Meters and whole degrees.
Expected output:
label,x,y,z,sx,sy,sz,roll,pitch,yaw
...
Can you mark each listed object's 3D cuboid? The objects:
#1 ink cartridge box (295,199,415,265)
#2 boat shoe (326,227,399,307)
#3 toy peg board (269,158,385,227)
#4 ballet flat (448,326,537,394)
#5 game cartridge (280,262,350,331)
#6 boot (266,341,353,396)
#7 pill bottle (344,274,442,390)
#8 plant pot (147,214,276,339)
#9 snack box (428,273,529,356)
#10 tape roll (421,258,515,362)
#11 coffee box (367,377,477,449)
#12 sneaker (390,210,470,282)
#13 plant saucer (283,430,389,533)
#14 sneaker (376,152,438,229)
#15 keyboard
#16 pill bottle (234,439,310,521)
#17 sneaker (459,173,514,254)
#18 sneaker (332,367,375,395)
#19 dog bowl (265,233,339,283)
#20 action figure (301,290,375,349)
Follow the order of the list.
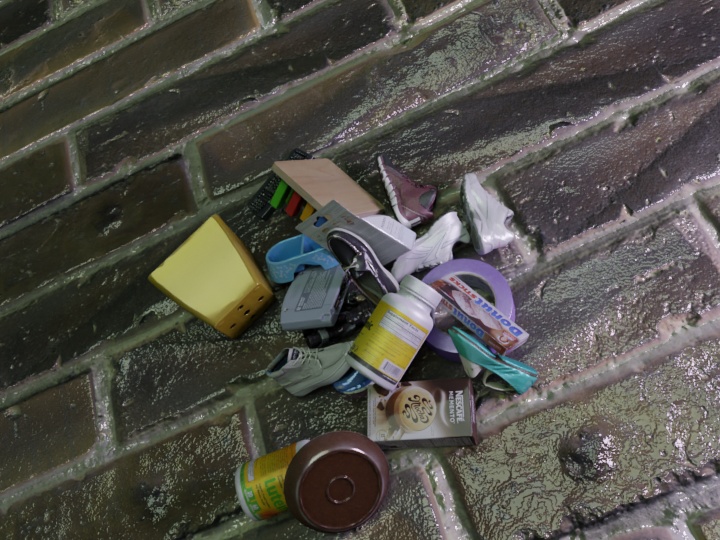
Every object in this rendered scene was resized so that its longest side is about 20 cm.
label,x,y,z,sx,sy,sz,roll,pitch,yaw
ink cartridge box,-0.011,-0.079,1.387,0.160,0.199,0.047,-29,36,50
boat shoe,0.000,0.000,1.365,0.074,0.200,0.060,-25,25,38
toy peg board,-0.085,-0.151,1.509,0.199,0.200,0.098,42,120,20
ballet flat,0.236,0.177,1.249,0.199,0.067,0.071,29,96,-13
game cartridge,-0.095,0.051,1.437,0.132,0.041,0.201,-5,38,21
boot,-0.103,0.184,1.343,0.200,0.095,0.074,-36,33,32
pill bottle,0.067,0.112,1.258,0.111,0.111,0.201,32,86,28
plant pot,-0.304,0.035,1.483,0.200,0.200,0.176,-44,71,-6
snack box,0.219,0.081,1.277,0.072,0.024,0.200,-23,51,-38
tape roll,0.207,0.080,1.353,0.199,0.066,0.201,-7,63,15
coffee box,0.118,0.273,1.280,0.199,0.080,0.114,-8,62,15
sneaker,0.146,-0.036,1.427,0.200,0.074,0.087,-41,84,7
plant saucer,-0.039,0.392,1.226,0.199,0.034,0.202,-2,99,-13
sneaker,0.112,-0.189,1.518,0.115,0.076,0.201,-19,71,3
keyboard,-0.181,-0.206,1.647,0.127,0.021,0.200,33,80,29
pill bottle,-0.128,0.392,1.288,0.199,0.111,0.112,-23,60,7
sneaker,0.271,-0.125,1.434,0.099,0.078,0.201,-9,61,-5
sneaker,0.017,0.165,1.350,0.200,0.089,0.078,-42,18,-10
dog bowl,-0.121,-0.040,1.503,0.199,0.050,0.112,-17,34,10
action figure,-0.024,0.107,1.417,0.199,0.070,0.131,-20,53,-8
